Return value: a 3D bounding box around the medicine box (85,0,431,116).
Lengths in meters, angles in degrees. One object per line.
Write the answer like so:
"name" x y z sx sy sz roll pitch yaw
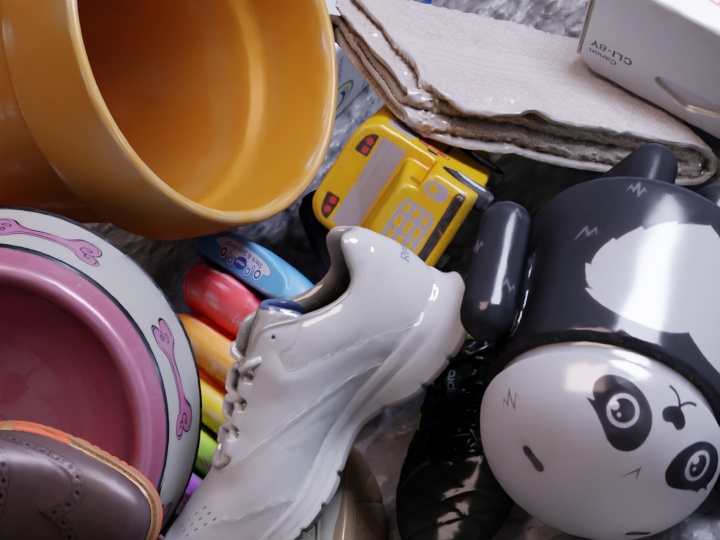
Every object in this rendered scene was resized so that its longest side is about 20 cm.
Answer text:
"medicine box" -0.084 -0.161 1.668 0.182 0.103 0.200 38 68 12

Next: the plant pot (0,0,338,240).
"plant pot" -0.144 -0.104 1.500 0.183 0.200 0.201 -15 40 39

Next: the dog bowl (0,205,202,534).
"dog bowl" -0.178 0.073 1.366 0.200 0.201 0.074 -21 6 5

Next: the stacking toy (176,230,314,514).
"stacking toy" -0.089 0.087 1.499 0.200 0.110 0.116 -52 45 -6

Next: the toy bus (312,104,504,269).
"toy bus" 0.025 -0.042 1.501 0.065 0.078 0.200 -56 -1 10

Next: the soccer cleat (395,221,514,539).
"soccer cleat" 0.054 0.060 1.450 0.067 0.081 0.200 -2 47 25

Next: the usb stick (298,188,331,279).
"usb stick" 0.000 0.000 1.511 0.033 0.055 0.200 -52 16 9

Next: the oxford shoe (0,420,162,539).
"oxford shoe" -0.191 0.104 1.296 0.199 0.071 0.073 9 9 1

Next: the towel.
"towel" 0.086 -0.101 1.542 0.133 0.199 0.035 54 127 49

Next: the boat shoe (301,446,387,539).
"boat shoe" -0.028 0.172 1.393 0.065 0.072 0.200 -17 40 21

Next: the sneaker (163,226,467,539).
"sneaker" -0.036 0.062 1.381 0.200 0.087 0.075 -52 24 0

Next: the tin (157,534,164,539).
"tin" -0.138 0.171 1.428 0.112 0.042 0.200 -46 58 4

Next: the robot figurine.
"robot figurine" 0.130 0.035 1.387 0.150 0.125 0.200 8 52 14

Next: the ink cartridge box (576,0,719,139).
"ink cartridge box" 0.231 -0.174 1.560 0.145 0.083 0.200 29 62 12
